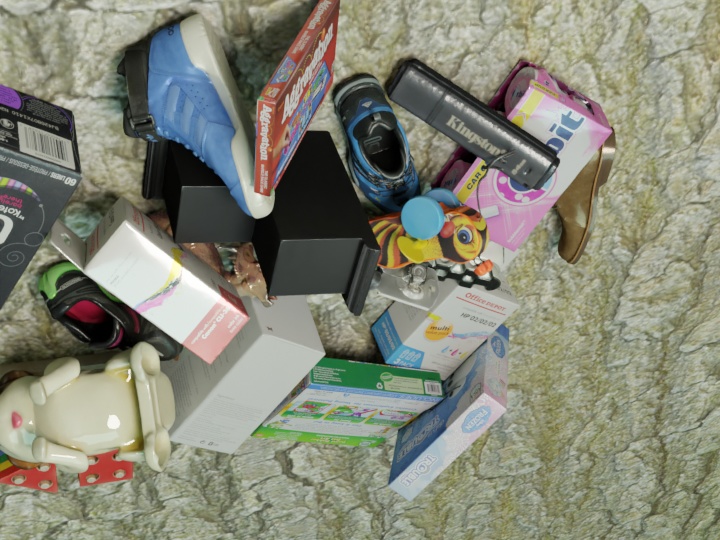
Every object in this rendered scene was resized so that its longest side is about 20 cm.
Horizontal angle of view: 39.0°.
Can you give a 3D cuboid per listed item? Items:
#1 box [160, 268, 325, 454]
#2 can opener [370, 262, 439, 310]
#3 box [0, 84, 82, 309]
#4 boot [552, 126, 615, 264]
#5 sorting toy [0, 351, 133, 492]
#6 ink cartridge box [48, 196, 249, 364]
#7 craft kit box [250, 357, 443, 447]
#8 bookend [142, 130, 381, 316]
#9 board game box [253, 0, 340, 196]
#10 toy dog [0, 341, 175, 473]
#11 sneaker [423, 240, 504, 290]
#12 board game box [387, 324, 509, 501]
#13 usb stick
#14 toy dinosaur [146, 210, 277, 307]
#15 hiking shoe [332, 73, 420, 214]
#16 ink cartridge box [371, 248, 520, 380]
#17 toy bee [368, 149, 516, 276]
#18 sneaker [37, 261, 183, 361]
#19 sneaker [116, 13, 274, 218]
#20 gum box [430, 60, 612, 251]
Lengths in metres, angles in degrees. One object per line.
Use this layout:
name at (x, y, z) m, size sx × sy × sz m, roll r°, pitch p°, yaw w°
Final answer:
box at (-0.152, 0.109, 1.238) m, size 0.097 × 0.125 × 0.200 m, roll 22°, pitch 122°, yaw -38°
can opener at (0.000, 0.000, 1.183) m, size 0.199 × 0.054 × 0.067 m, roll 18°, pitch 160°, yaw -20°
box at (-0.369, -0.070, 0.980) m, size 0.122 × 0.106 × 0.200 m, roll 18°, pitch 124°, yaw -35°
boot at (0.259, -0.094, 1.264) m, size 0.075 × 0.074 × 0.201 m, roll 3°, pitch 130°, yaw 0°
sorting toy at (-0.377, 0.203, 1.278) m, size 0.198 × 0.070 × 0.201 m, roll -5°, pitch 135°, yaw -18°
ink cartridge box at (-0.214, -0.004, 1.027) m, size 0.200 × 0.116 × 0.068 m, roll 40°, pitch 92°, yaw -22°
craft kit box at (-0.022, 0.183, 1.377) m, size 0.199 × 0.049 × 0.198 m, roll 10°, pitch 145°, yaw -27°
bookend at (-0.106, -0.051, 1.042) m, size 0.198 × 0.200 × 0.092 m, roll -2°, pitch 134°, yaw -22°
board game box at (-0.058, -0.170, 0.957) m, size 0.019 × 0.200 × 0.103 m, roll 14°, pitch 134°, yaw 8°
toy dog at (-0.319, 0.153, 1.141) m, size 0.199 × 0.194 × 0.140 m, roll -8°, pitch 97°, yaw 0°
sneaker at (0.078, -0.040, 1.236) m, size 0.199 × 0.089 × 0.074 m, roll 13°, pitch 159°, yaw -7°
board game box at (0.122, 0.183, 1.379) m, size 0.043 × 0.199 × 0.200 m, roll 36°, pitch 116°, yaw -11°
usb stick at (0.120, -0.155, 1.086) m, size 0.200 × 0.033 × 0.056 m, roll 32°, pitch 123°, yaw -5°
toy dinosaur at (-0.188, -0.018, 1.133) m, size 0.200 × 0.086 × 0.136 m, roll 40°, pitch 100°, yaw -27°
hiking shoe at (0.023, -0.115, 1.114) m, size 0.074 × 0.087 × 0.200 m, roll -26°, pitch 137°, yaw 4°
ink cartridge box at (0.123, 0.047, 1.333) m, size 0.115 × 0.068 × 0.200 m, roll 19°, pitch 124°, yaw -37°
toy bee at (0.089, -0.036, 1.093) m, size 0.131 × 0.109 × 0.200 m, roll -25°, pitch -179°, yaw -39°
sneaker at (-0.286, 0.067, 1.168) m, size 0.077 × 0.084 × 0.200 m, roll -40°, pitch 135°, yaw 19°
sneaker at (-0.162, -0.131, 0.970) m, size 0.111 × 0.077 × 0.201 m, roll -22°, pitch 93°, yaw 8°
gum box at (0.183, -0.131, 1.160) m, size 0.113 × 0.066 × 0.200 m, roll 23°, pitch 123°, yaw -20°
